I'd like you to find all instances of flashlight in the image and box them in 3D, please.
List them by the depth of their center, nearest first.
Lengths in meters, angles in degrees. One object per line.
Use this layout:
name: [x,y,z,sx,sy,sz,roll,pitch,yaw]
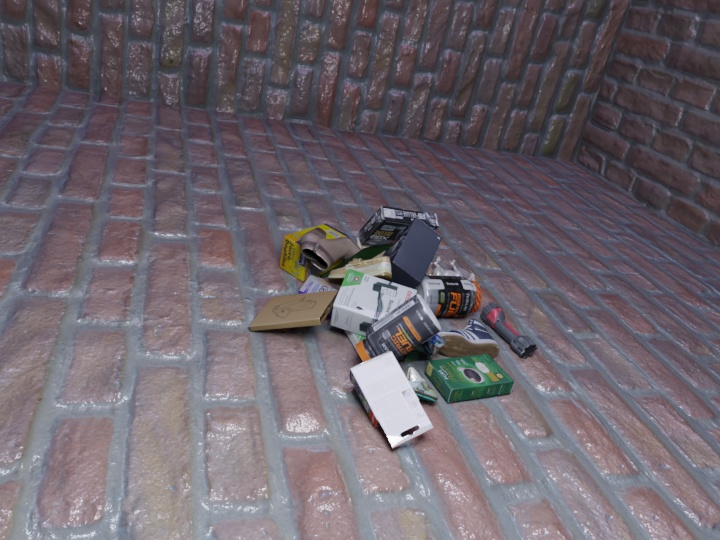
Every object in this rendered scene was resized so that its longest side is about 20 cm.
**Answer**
flashlight: [0.433,0.172,1.764,0.068,0.068,0.200,30,11,-44]

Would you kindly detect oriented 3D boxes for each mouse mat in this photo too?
mouse mat: [-0.008,-0.030,1.750,0.160,0.199,0.008,-10,73,-58]

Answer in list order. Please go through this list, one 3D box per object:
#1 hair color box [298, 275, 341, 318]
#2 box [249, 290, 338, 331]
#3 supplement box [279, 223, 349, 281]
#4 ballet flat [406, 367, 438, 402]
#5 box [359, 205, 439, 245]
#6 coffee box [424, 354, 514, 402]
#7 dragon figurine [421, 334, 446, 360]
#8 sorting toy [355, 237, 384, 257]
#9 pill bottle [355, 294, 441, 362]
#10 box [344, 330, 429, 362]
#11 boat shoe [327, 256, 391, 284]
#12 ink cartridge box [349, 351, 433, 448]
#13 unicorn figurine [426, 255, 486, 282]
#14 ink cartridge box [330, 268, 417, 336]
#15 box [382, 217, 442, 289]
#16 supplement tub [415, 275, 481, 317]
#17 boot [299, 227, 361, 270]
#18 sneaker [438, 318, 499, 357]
hair color box: [-0.070,0.085,1.696,0.197,0.066,0.110,18,25,5]
box: [-0.168,0.103,1.567,0.197,0.022,0.164,-6,22,19]
supplement box: [-0.143,-0.060,1.891,0.109,0.110,0.199,28,30,29]
ballet flat: [0.089,0.258,1.414,0.197,0.072,0.069,9,-19,-2]
box: [0.116,-0.128,1.855,0.197,0.158,0.050,5,62,-28]
coffee box: [0.272,0.268,1.521,0.197,0.045,0.123,-2,29,-29]
dragon figurine: [0.160,0.169,1.526,0.099,0.059,0.200,39,16,6]
sorting toy: [0.072,0.008,1.888,0.197,0.108,0.181,13,36,-18]
pill bottle: [0.086,0.154,1.447,0.107,0.199,0.106,53,8,-11]
box: [0.073,0.186,1.597,0.197,0.037,0.145,-1,30,-25]
boat shoe: [0.000,0.000,1.674,0.197,0.067,0.074,-5,-22,28]
ink cartridge box: [0.065,0.287,1.327,0.108,0.051,0.201,-19,58,-19]
unicorn figurine: [0.305,0.012,2.022,0.197,0.075,0.138,-4,38,-2]
ink cartridge box: [0.037,0.097,1.581,0.197,0.084,0.148,17,45,5]
box: [0.125,-0.019,1.764,0.104,0.182,0.201,35,50,-7]
supplement tub: [0.251,0.077,1.796,0.197,0.124,0.123,0,29,-23]
boot: [-0.086,-0.048,1.758,0.198,0.071,0.147,27,32,-7]
sneaker: [0.277,0.181,1.662,0.197,0.071,0.109,11,30,-20]
